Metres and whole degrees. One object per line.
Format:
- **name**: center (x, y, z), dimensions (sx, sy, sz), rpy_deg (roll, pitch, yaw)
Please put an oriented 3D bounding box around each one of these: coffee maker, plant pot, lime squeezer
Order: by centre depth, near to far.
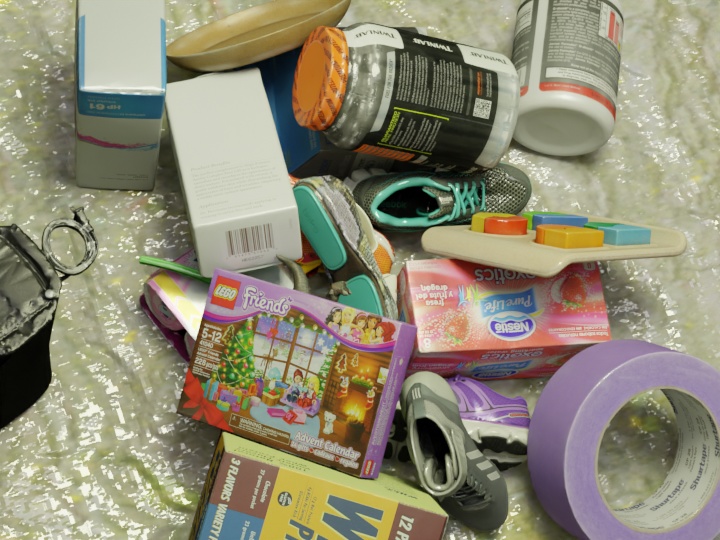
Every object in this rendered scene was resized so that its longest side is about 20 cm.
- **coffee maker**: center (-0.321, 0.055, 1.591), dimensions (0.190, 0.200, 0.136), rpy_deg (-15, 73, -16)
- **lime squeezer**: center (-0.116, 0.042, 1.667), dimensions (0.071, 0.038, 0.200), rpy_deg (-43, 81, 6)
- **plant pot**: center (-0.099, -0.237, 1.791), dimensions (0.199, 0.200, 0.028), rpy_deg (-25, 108, -21)

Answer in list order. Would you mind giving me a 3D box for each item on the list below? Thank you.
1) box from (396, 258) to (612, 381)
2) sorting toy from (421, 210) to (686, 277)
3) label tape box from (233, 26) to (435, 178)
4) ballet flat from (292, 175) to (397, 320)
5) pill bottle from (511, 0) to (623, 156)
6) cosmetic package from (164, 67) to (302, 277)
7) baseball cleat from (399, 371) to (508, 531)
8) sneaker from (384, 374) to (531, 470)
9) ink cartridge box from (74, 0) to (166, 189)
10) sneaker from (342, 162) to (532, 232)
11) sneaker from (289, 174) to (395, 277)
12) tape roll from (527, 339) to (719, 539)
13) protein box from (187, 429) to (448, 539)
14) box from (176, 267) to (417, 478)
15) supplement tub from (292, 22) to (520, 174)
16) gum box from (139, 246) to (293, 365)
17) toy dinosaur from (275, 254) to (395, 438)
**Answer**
- **box**: center (0.131, 0.048, 1.755), dimensions (0.198, 0.103, 0.096), rpy_deg (-2, 69, -15)
- **sorting toy**: center (0.187, -0.035, 1.738), dimensions (0.199, 0.184, 0.037), rpy_deg (-10, 105, -41)
- **label tape box**: center (-0.023, -0.170, 1.833), dimensions (0.198, 0.063, 0.146), rpy_deg (-2, 67, -14)
- **ballet flat**: center (0.000, 0.000, 1.712), dimensions (0.071, 0.072, 0.202), rpy_deg (-22, 88, -21)
- **pill bottle**: center (0.217, -0.233, 1.886), dimensions (0.115, 0.116, 0.202), rpy_deg (13, 65, -7)
- **cosmetic package**: center (-0.123, -0.095, 1.698), dimensions (0.100, 0.075, 0.201), rpy_deg (-10, 47, -6)
- **baseball cleat**: center (0.082, 0.188, 1.643), dimensions (0.069, 0.201, 0.107), rpy_deg (-21, 33, 16)
- **sneaker**: center (0.071, 0.137, 1.730), dimensions (0.198, 0.081, 0.084), rpy_deg (13, 48, -15)
- **ink cartridge box**: center (-0.231, -0.184, 1.717), dimensions (0.084, 0.200, 0.146), rpy_deg (0, 67, -9)
- **sneaker**: center (0.082, -0.067, 1.789), dimensions (0.198, 0.091, 0.079), rpy_deg (-7, 100, -12)
- **sneaker**: center (-0.062, -0.040, 1.766), dimensions (0.199, 0.073, 0.078), rpy_deg (31, 74, 4)
- **tape roll**: center (0.262, 0.170, 1.694), dimensions (0.198, 0.085, 0.203), rpy_deg (-2, 96, -19)
- **protein box**: center (-0.046, 0.236, 1.559), dimensions (0.196, 0.200, 0.136), rpy_deg (17, 89, -5)
- **box**: center (-0.058, 0.089, 1.589), dimensions (0.198, 0.039, 0.138), rpy_deg (15, 90, 28)
- **supplement tub**: center (0.043, -0.167, 1.729), dimensions (0.198, 0.122, 0.124), rpy_deg (10, 64, -24)
- **gum box**: center (-0.109, 0.058, 1.712), dimensions (0.113, 0.066, 0.200), rpy_deg (-36, 79, -25)
- **toy dinosaur**: center (-0.028, 0.077, 1.629), dimensions (0.102, 0.077, 0.200), rpy_deg (-40, 95, 12)
